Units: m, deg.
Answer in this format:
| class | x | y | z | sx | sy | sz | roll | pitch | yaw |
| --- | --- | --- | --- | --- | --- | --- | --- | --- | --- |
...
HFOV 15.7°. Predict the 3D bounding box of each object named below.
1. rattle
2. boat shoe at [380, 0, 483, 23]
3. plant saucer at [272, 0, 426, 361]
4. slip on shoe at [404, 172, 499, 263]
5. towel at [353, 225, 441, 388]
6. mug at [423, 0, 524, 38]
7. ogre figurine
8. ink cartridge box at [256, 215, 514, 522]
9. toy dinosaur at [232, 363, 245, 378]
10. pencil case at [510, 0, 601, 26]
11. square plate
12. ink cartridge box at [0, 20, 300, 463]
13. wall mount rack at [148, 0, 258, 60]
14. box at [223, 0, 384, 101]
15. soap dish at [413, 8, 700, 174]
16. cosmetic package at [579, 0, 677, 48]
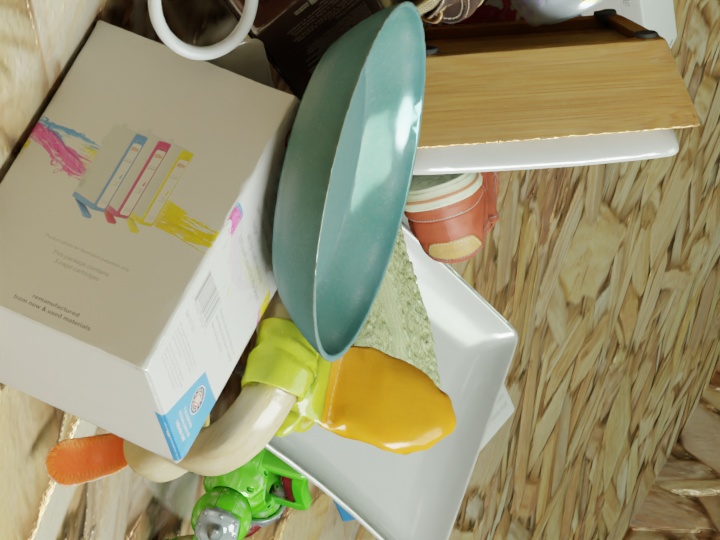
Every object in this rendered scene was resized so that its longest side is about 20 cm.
| class | x | y | z | sx | sy | sz | roll | pitch | yaw |
| --- | --- | --- | --- | --- | --- | --- | --- | --- | --- |
| rattle | -0.069 | 0.088 | 1.535 | 0.143 | 0.131 | 0.200 | 13 | 136 | -44 |
| boat shoe | 0.029 | -0.180 | 1.515 | 0.200 | 0.072 | 0.072 | 64 | 49 | -72 |
| plant saucer | -0.009 | -0.052 | 1.426 | 0.200 | 0.036 | 0.201 | 13 | 90 | -78 |
| slip on shoe | 0.062 | -0.050 | 1.750 | 0.200 | 0.074 | 0.061 | -70 | 144 | -75 |
| towel | 0.000 | 0.000 | 1.619 | 0.148 | 0.036 | 0.201 | -7 | 82 | -70 |
| mug | 0.108 | -0.231 | 1.785 | 0.133 | 0.177 | 0.201 | -73 | -176 | -69 |
| ogre figurine | -0.082 | 0.148 | 1.810 | 0.200 | 0.098 | 0.120 | -44 | 166 | -31 |
| ink cartridge box | 0.010 | 0.048 | 1.798 | 0.146 | 0.086 | 0.201 | -44 | 115 | -55 |
| toy dinosaur | -0.106 | -0.028 | 1.598 | 0.200 | 0.105 | 0.182 | -136 | -126 | -71 |
| pencil case | 0.094 | -0.251 | 1.661 | 0.091 | 0.200 | 0.083 | -14 | -151 | 50 |
| square plate | 0.009 | 0.068 | 1.695 | 0.198 | 0.028 | 0.200 | 43 | 54 | -32 |
| ink cartridge box | -0.113 | -0.026 | 1.413 | 0.200 | 0.125 | 0.129 | -62 | 164 | -22 |
| wall mount rack | -0.086 | -0.205 | 1.313 | 0.173 | 0.074 | 0.201 | -2 | 99 | -32 |
| box | -0.039 | -0.160 | 1.493 | 0.075 | 0.100 | 0.200 | -39 | 162 | 2 |
| soap dish | 0.105 | -0.118 | 1.704 | 0.157 | 0.199 | 0.082 | -121 | -153 | -74 |
| cosmetic package | 0.160 | -0.226 | 1.987 | 0.052 | 0.150 | 0.200 | -64 | 163 | -12 |
